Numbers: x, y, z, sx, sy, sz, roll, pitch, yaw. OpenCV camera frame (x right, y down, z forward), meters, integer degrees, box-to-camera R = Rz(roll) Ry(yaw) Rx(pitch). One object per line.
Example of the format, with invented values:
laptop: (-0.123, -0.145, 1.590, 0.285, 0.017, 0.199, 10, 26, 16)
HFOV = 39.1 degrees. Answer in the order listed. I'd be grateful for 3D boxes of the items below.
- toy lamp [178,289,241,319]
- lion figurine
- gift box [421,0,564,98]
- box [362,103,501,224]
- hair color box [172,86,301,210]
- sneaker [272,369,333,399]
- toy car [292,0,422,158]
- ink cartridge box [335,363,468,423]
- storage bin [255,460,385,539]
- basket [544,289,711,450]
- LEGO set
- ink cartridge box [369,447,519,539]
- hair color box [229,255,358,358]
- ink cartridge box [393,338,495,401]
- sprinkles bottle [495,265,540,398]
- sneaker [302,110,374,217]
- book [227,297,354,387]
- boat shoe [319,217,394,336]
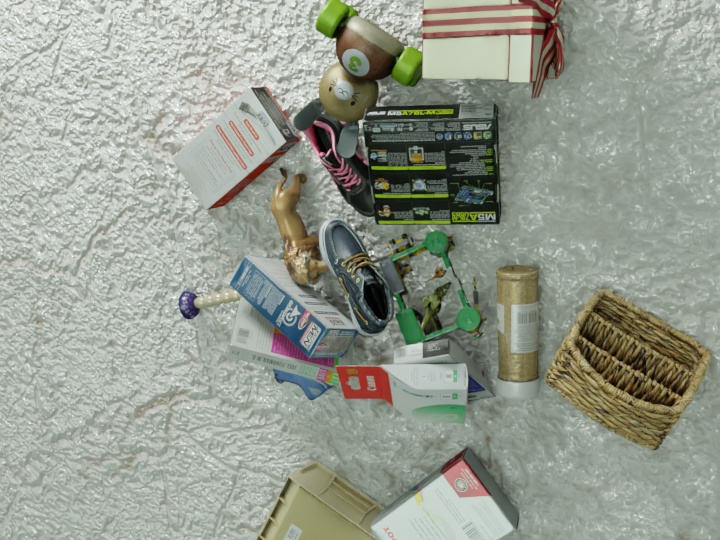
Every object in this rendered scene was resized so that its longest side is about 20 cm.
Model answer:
toy lamp: (-0.224, 0.043, 1.774, 0.199, 0.058, 0.059, -11, 98, 24)
lion figurine: (-0.109, -0.073, 1.662, 0.072, 0.122, 0.201, -28, 90, 25)
gift box: (0.194, -0.342, 1.436, 0.186, 0.200, 0.186, 4, 109, 20)
box: (0.111, -0.156, 1.530, 0.199, 0.048, 0.194, 0, 132, 11)
hair color box: (-0.209, -0.205, 1.707, 0.200, 0.064, 0.111, -36, 86, 27)
sneaker: (-0.135, 0.148, 1.748, 0.200, 0.079, 0.089, 43, 112, 9)
toy car: (-0.016, -0.281, 1.544, 0.164, 0.158, 0.201, 32, 103, 3)
ink cartridge box: (0.067, 0.193, 1.578, 0.199, 0.161, 0.050, -3, 64, 4)
storage bin: (-0.068, 0.474, 1.786, 0.198, 0.094, 0.201, 33, 113, 14)
basket: (0.390, 0.144, 1.489, 0.199, 0.143, 0.150, 33, 113, 12)
LEGO set: (0.114, 0.040, 1.618, 0.153, 0.116, 0.201, -31, 75, 7)
ink cartridge box: (0.138, 0.411, 1.668, 0.200, 0.083, 0.146, -38, 86, 13)
hair color box: (-0.107, 0.058, 1.626, 0.200, 0.100, 0.061, 39, 107, 28)
ink cartridge box: (0.135, 0.162, 1.598, 0.094, 0.200, 0.037, -12, 59, 25)
sprinkles bottle: (0.246, 0.095, 1.581, 0.068, 0.068, 0.201, 3, 102, 22)
sneaker: (-0.031, -0.169, 1.623, 0.079, 0.095, 0.201, -32, 90, 24)
book: (-0.111, 0.116, 1.657, 0.199, 0.134, 0.048, 16, 121, -8)
boat shoe: (0.000, 0.000, 1.582, 0.070, 0.091, 0.201, -21, 81, -19)
